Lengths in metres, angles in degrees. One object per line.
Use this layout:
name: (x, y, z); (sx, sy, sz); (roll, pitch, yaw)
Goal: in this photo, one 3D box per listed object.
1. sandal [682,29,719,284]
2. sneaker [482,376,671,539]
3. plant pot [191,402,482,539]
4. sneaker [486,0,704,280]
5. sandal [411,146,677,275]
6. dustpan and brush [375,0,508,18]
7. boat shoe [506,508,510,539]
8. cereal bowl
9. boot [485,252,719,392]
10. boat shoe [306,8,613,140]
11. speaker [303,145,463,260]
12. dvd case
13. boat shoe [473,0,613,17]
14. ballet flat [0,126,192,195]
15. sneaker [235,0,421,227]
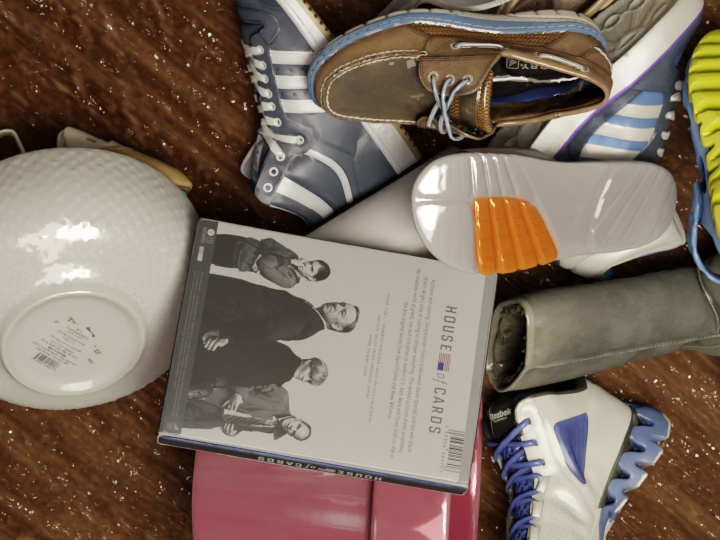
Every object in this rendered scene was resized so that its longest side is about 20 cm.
sandal: (0.241, -0.070, 1.597); (0.079, 0.201, 0.087); (10, 145, -6)
sneaker: (0.124, 0.149, 1.706); (0.115, 0.081, 0.200); (37, 61, -10)
plant pot: (-0.015, 0.150, 1.667); (0.178, 0.200, 0.201); (2, 107, 8)
sneaker: (0.190, -0.087, 1.679); (0.200, 0.081, 0.146); (-46, 116, 2)
sandal: (0.112, -0.042, 1.610); (0.206, 0.059, 0.080); (-1, 104, -31)
dustpan and brush: (0.056, -0.206, 1.619); (0.140, 0.057, 0.200); (51, 134, 18)
boat shoe: (0.162, 0.251, 1.775); (0.074, 0.062, 0.201); (-20, 107, -2)
cereal bowl: (-0.192, 0.021, 1.613); (0.199, 0.084, 0.201); (-8, 133, -9)
boot: (0.196, 0.015, 1.661); (0.199, 0.073, 0.182); (1, 140, -18)
boat shoe: (0.066, -0.124, 1.580); (0.199, 0.073, 0.073); (-9, 129, -5)
speaker: (0.000, 0.000, 1.646); (0.199, 0.081, 0.082); (-32, 108, -13)
dvd case: (-0.020, 0.054, 1.568); (0.199, 0.025, 0.151); (10, 68, -2)
boat shoe: (0.158, -0.209, 1.638); (0.071, 0.065, 0.200); (41, 98, -16)
ballet flat: (-0.213, -0.067, 1.637); (0.199, 0.069, 0.063); (-7, 77, -8)
sneaker: (-0.057, -0.119, 1.635); (0.108, 0.070, 0.200); (-38, 110, 3)
